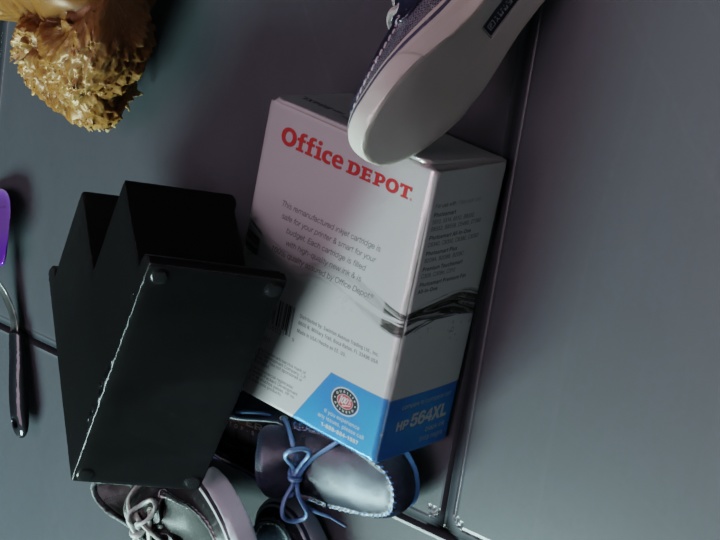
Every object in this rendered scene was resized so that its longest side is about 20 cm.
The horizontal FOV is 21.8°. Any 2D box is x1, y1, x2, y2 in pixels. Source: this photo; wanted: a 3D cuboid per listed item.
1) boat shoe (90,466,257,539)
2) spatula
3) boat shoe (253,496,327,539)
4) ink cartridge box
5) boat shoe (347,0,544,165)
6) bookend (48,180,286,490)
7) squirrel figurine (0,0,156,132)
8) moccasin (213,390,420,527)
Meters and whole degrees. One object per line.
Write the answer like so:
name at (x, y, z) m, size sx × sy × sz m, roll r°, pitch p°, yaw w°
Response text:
boat shoe at (-0.138, 0.171, 1.324) m, size 0.199 × 0.068 × 0.074 m, roll 24°, pitch 133°, yaw 57°
spatula at (-0.285, 0.035, 1.502) m, size 0.056 × 0.020 × 0.202 m, roll -3°, pitch 97°, yaw 53°
boat shoe at (-0.068, 0.263, 1.309) m, size 0.070 × 0.091 × 0.202 m, roll 3°, pitch 98°, yaw 39°
ink cartridge box at (0.000, 0.000, 1.218) m, size 0.145 × 0.084 × 0.201 m, roll 26°, pitch 113°, yaw 35°
boat shoe at (0.043, -0.160, 1.133) m, size 0.200 × 0.075 × 0.093 m, roll -49°, pitch 54°, yaw -6°
bookend at (-0.137, 0.006, 1.254) m, size 0.201 × 0.091 × 0.200 m, roll -107°, pitch 31°, yaw -45°
squirrel figurine at (-0.225, -0.198, 1.349) m, size 0.186 × 0.141 × 0.202 m, roll -13°, pitch 86°, yaw 47°
moccasin at (-0.049, 0.134, 1.286) m, size 0.199 × 0.068 × 0.081 m, roll 11°, pitch 111°, yaw 41°
